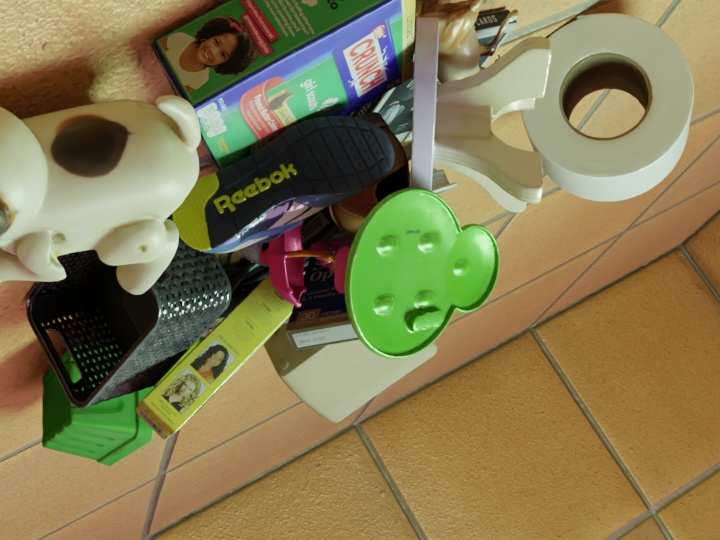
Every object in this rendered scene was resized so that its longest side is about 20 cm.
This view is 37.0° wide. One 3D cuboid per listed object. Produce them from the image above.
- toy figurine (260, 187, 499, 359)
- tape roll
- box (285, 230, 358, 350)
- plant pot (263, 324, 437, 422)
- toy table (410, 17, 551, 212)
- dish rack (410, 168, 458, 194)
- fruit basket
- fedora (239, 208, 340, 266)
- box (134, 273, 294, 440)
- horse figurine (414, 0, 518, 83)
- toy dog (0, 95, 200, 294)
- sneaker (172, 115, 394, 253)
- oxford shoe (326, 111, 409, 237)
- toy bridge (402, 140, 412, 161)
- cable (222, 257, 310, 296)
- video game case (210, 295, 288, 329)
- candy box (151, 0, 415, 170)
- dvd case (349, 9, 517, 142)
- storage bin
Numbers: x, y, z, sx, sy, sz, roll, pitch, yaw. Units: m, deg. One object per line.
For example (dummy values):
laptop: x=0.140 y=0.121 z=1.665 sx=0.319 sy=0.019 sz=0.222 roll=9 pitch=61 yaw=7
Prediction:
toy figurine: x=-0.001 y=-0.013 z=1.014 sx=0.200 sy=0.151 sz=0.184 roll=-7 pitch=-166 yaw=-44
tape roll: x=0.302 y=-0.195 z=1.321 sx=0.202 sy=0.203 sz=0.139 roll=-34 pitch=164 yaw=8
box: x=0.000 y=0.000 z=1.133 sx=0.121 sy=0.032 sz=0.200 roll=-11 pitch=-147 yaw=20
plant pot: x=-0.047 y=0.075 z=1.530 sx=0.200 sy=0.200 sz=0.177 roll=-37 pitch=153 yaw=16
toy table: x=0.105 y=-0.133 z=0.983 sx=0.117 sy=0.184 sz=0.200 roll=3 pitch=146 yaw=2
dish rack: x=0.007 y=-0.078 z=1.306 sx=0.200 sy=0.044 sz=0.172 roll=-24 pitch=-179 yaw=24
fruit basket: x=-0.272 y=0.147 z=1.312 sx=0.215 sy=0.156 sz=0.216 roll=-5 pitch=162 yaw=-1
fedora: x=-0.062 y=-0.097 z=1.105 sx=0.177 sy=0.090 sz=0.200 roll=-18 pitch=153 yaw=-46
box: x=-0.146 y=0.087 z=1.130 sx=0.200 sy=0.050 sz=0.075 roll=-47 pitch=-177 yaw=-23
horse figurine: x=0.107 y=-0.225 z=1.052 sx=0.132 sy=0.050 sz=0.200 roll=-40 pitch=150 yaw=-5
toy dog: x=-0.227 y=-0.060 z=0.783 sx=0.200 sy=0.140 sz=0.194 roll=-2 pitch=164 yaw=-45
sneaker: x=-0.066 y=-0.073 z=0.937 sx=0.199 sy=0.074 sz=0.082 roll=-22 pitch=169 yaw=-7
oxford shoe: x=0.013 y=-0.071 z=1.054 sx=0.071 sy=0.071 sz=0.200 roll=-36 pitch=163 yaw=-14
toy bridge: x=0.022 y=-0.123 z=1.243 sx=0.200 sy=0.027 sz=0.067 roll=-24 pitch=179 yaw=27
cable: x=-0.116 y=0.015 z=1.289 sx=0.163 sy=0.051 sz=0.200 roll=5 pitch=165 yaw=-35
video game case: x=-0.164 y=0.052 z=1.299 sx=0.199 sy=0.026 sz=0.181 roll=-5 pitch=174 yaw=3
candy box: x=-0.055 y=-0.175 z=0.899 sx=0.200 sy=0.077 sz=0.169 roll=-31 pitch=166 yaw=-5
dvd case: x=0.065 y=-0.200 z=1.169 sx=0.150 sy=0.025 sz=0.200 roll=-21 pitch=162 yaw=-38
storage bin: x=-0.234 y=0.030 z=1.074 sx=0.094 sy=0.135 sz=0.200 roll=-14 pitch=157 yaw=-49
